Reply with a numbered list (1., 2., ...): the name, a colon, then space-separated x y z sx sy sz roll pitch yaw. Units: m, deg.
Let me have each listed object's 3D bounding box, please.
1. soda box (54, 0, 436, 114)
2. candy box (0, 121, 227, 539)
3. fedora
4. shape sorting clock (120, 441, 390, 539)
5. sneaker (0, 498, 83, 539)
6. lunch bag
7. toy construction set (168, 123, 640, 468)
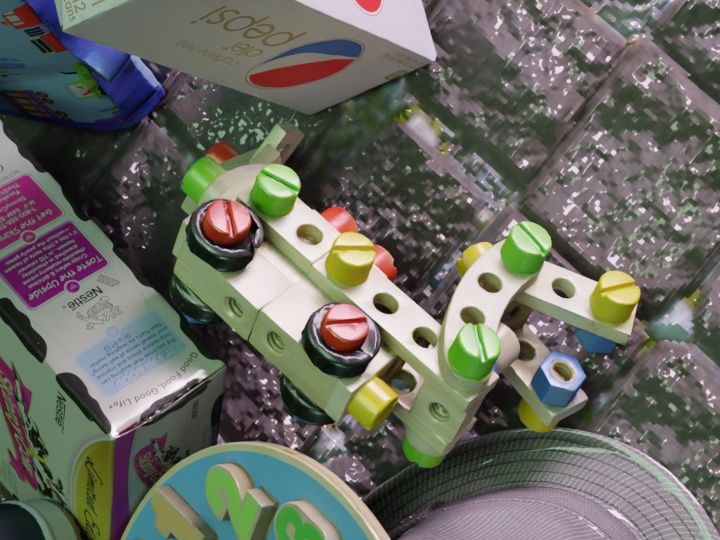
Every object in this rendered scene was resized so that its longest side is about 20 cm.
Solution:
1. soda box: -0.044 -0.115 0.863 0.068 0.200 0.064 -20 77 23
2. candy box: -0.143 0.026 0.932 0.061 0.137 0.200 -32 64 -28
3. fedora: 0.044 0.152 0.850 0.199 0.090 0.178 -24 75 22
4. shape sorting clock: -0.041 0.166 0.828 0.199 0.039 0.202 -2 87 51
5. sneaker: -0.162 0.192 0.862 0.070 0.108 0.202 -4 84 34
6. lunch bag: -0.183 -0.122 0.951 0.199 0.151 0.095 25 78 24
7. toy construction set: 0.000 0.000 0.876 0.199 0.131 0.093 31 137 26
